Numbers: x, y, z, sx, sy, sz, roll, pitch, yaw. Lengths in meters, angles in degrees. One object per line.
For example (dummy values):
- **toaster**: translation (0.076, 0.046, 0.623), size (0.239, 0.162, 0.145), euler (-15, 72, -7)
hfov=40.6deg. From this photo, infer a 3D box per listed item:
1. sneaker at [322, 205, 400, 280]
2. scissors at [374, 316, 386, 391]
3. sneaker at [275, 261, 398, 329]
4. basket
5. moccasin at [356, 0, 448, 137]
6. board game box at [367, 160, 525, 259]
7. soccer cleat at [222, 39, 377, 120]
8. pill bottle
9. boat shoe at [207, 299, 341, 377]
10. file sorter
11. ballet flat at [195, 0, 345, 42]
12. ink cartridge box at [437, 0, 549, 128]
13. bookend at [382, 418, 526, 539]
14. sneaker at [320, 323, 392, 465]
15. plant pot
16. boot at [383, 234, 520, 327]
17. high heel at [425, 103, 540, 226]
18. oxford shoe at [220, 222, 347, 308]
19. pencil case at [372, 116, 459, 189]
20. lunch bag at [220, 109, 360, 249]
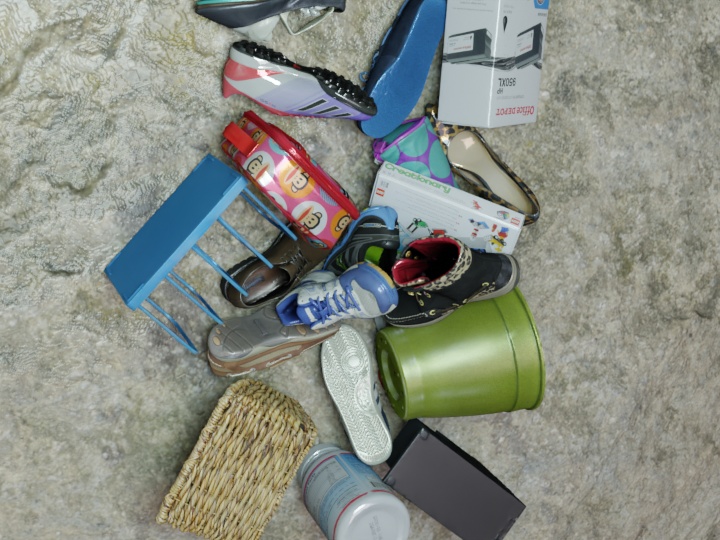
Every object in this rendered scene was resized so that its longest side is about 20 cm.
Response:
- **sneaker**: translation (0.000, 0.000, 1.296), size (0.070, 0.083, 0.200), euler (2, 143, -24)
- **scissors**: translation (0.032, 0.104, 1.411), size (0.073, 0.014, 0.201), euler (-37, 117, -9)
- **sneaker**: translation (-0.032, 0.044, 1.236), size (0.088, 0.199, 0.076), euler (-36, 103, -32)
- **basket**: translation (-0.175, 0.241, 1.288), size (0.148, 0.143, 0.201), euler (26, 96, -25)
- **moccasin**: translation (0.052, -0.269, 1.286), size (0.080, 0.068, 0.201), euler (29, 93, -35)
- **board game box**: translation (0.105, -0.054, 1.291), size (0.198, 0.035, 0.127), euler (22, 134, 6)
- **soccer cleat**: translation (-0.077, -0.221, 1.227), size (0.198, 0.068, 0.074), euler (20, 116, -8)
- **pill bottle**: translation (-0.018, 0.317, 1.345), size (0.108, 0.200, 0.110), euler (-6, 107, -21)
- **boat shoe**: translation (-0.119, 0.093, 1.318), size (0.198, 0.076, 0.072), euler (-11, 138, -29)
- **file sorter**: translation (-0.195, -0.020, 1.209), size (0.200, 0.139, 0.123), euler (-49, 121, -4)
- **ballet flat**: translation (-0.103, -0.320, 1.202), size (0.198, 0.073, 0.074), euler (-20, 112, -20)
- **ink cartridge box**: translation (0.179, -0.295, 1.292), size (0.144, 0.084, 0.202), euler (-16, 115, -52)
- **bookend**: translation (0.109, 0.291, 1.416), size (0.199, 0.199, 0.092), euler (39, 88, -16)
- **sneaker**: translation (-0.009, 0.176, 1.383), size (0.074, 0.085, 0.202), euler (-14, 83, -3)
- **plant pot**: translation (0.128, 0.122, 1.366), size (0.191, 0.200, 0.203), euler (-14, 110, -13)
- **boot**: translation (0.085, 0.014, 1.230), size (0.150, 0.198, 0.074), euler (18, 60, -55)
- **high heel**: translation (0.170, -0.147, 1.327), size (0.071, 0.142, 0.200), euler (-43, 117, -6)
- **oxford shoe**: translation (-0.087, -0.012, 1.288), size (0.200, 0.084, 0.073), euler (-41, 115, -10)
- **pencil case**: translation (0.088, -0.110, 1.335), size (0.092, 0.085, 0.201), euler (-33, 116, -7)
- **lunch bag**: translation (-0.099, -0.120, 1.187), size (0.082, 0.200, 0.176), euler (-48, 118, 1)
